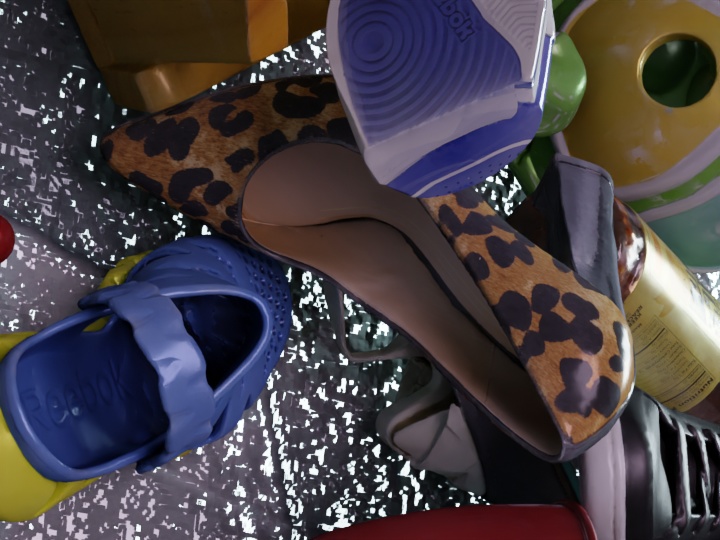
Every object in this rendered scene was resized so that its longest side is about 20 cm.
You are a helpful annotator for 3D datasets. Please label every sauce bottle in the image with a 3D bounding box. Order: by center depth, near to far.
[{"bbox_3d":[0.126,0.032,0.906,0.200,0.066,0.066,40,59,-50],"label":"sauce bottle"}]

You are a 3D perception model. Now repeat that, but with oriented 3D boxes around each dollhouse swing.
[{"bbox_3d":[-0.046,-0.178,0.770,0.182,0.176,0.201,-31,106,-35],"label":"dollhouse swing"}]

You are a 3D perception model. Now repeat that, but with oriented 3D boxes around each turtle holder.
[{"bbox_3d":[0.130,-0.077,0.915,0.185,0.132,0.141,34,65,-26],"label":"turtle holder"}]

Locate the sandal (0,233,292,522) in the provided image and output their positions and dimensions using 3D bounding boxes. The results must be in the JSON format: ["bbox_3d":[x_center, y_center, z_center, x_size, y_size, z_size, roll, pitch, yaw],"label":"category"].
[{"bbox_3d":[-0.064,0.030,0.760,0.080,0.087,0.200,65,25,-6],"label":"sandal"}]

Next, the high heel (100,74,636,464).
[{"bbox_3d":[0.000,0.000,0.759,0.199,0.072,0.143,9,42,-4],"label":"high heel"}]

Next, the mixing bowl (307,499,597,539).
[{"bbox_3d":[0.004,0.169,0.769,0.108,0.200,0.201,14,72,-7],"label":"mixing bowl"}]

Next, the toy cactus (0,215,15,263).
[{"bbox_3d":[-0.193,-0.095,0.730,0.164,0.102,0.201,-7,94,-25],"label":"toy cactus"}]

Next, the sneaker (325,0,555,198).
[{"bbox_3d":[0.037,-0.103,0.760,0.115,0.080,0.200,55,22,-51],"label":"sneaker"}]

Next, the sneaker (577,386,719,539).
[{"bbox_3d":[0.146,0.080,0.848,0.200,0.111,0.073,49,37,-73],"label":"sneaker"}]

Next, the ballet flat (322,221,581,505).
[{"bbox_3d":[0.028,0.033,0.872,0.073,0.073,0.201,-34,107,-34],"label":"ballet flat"}]
